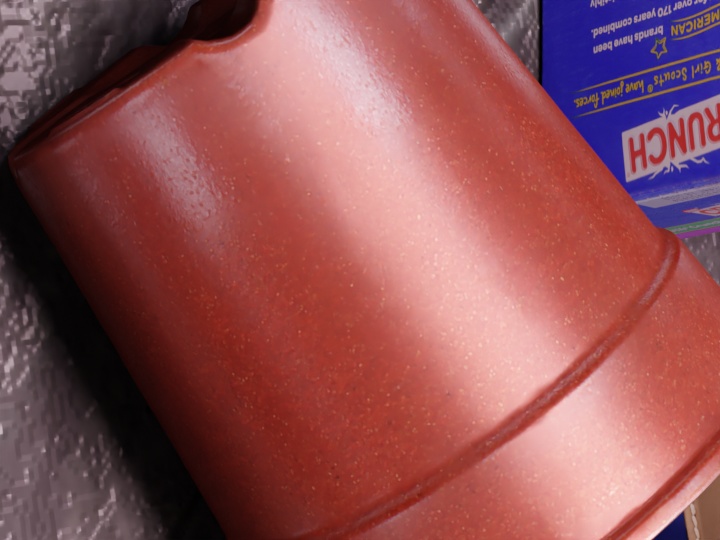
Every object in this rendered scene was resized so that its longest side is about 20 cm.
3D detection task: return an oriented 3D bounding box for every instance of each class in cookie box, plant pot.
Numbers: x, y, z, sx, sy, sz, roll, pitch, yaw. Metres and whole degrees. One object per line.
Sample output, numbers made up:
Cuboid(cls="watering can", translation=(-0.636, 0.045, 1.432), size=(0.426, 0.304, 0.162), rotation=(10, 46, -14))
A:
Cuboid(cls="cookie box", translation=(0.148, -0.123, 0.967), size=(0.075, 0.171, 0.201), rotation=(10, 77, -37))
Cuboid(cls="plant pot", translation=(0.000, 0.000, 0.813), size=(0.201, 0.200, 0.196), rotation=(-44, 103, -37))

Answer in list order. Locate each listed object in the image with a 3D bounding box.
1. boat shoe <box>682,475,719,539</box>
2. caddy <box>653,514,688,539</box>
Cuboid(cls="boat shoe", translation=(0.149, 0.130, 0.842), size=(0.066, 0.074, 0.201), rotation=(-37, 109, -47))
Cuboid(cls="caddy", translation=(0.119, 0.159, 0.936), size=(0.200, 0.105, 0.142), rotation=(-25, 102, -43))
